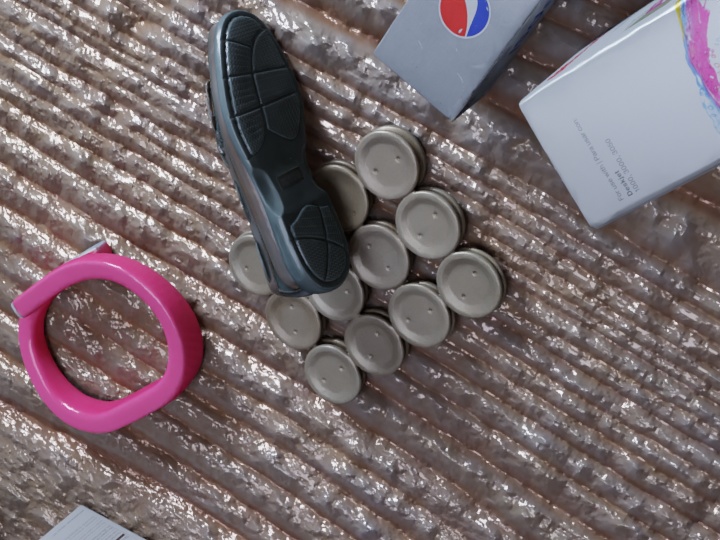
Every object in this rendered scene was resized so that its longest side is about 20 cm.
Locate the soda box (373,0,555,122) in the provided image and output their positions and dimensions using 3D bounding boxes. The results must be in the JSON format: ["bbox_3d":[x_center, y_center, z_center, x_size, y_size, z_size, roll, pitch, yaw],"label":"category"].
[{"bbox_3d":[0.092,-0.187,0.728,0.068,0.063,0.200,40,127,6],"label":"soda box"}]

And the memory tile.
[{"bbox_3d":[0.000,0.000,0.902,0.200,0.017,0.154,-35,93,38],"label":"memory tile"}]

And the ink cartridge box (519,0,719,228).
[{"bbox_3d":[0.199,-0.119,0.647,0.199,0.144,0.085,-31,95,37],"label":"ink cartridge box"}]

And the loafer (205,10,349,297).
[{"bbox_3d":[-0.071,-0.075,0.865,0.063,0.072,0.202,-17,93,45],"label":"loafer"}]

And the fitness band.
[{"bbox_3d":[-0.215,0.060,1.044,0.199,0.037,0.144,-28,97,38],"label":"fitness band"}]

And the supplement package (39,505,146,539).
[{"bbox_3d":[-0.210,0.325,1.116,0.199,0.120,0.122,23,121,19],"label":"supplement package"}]
